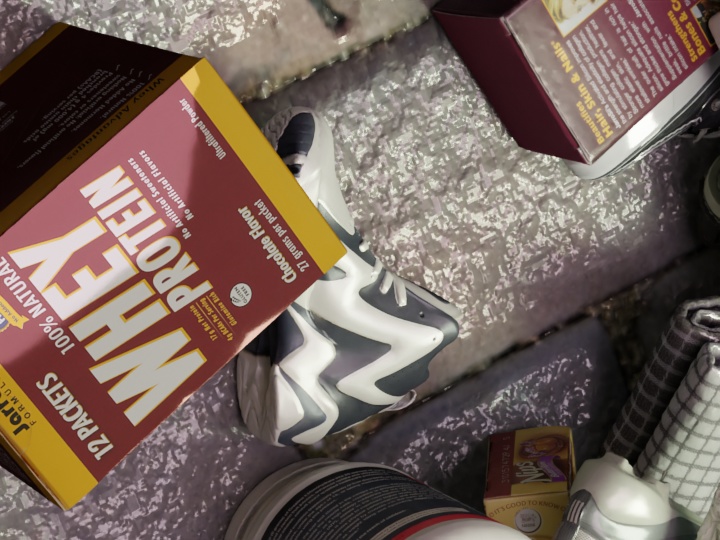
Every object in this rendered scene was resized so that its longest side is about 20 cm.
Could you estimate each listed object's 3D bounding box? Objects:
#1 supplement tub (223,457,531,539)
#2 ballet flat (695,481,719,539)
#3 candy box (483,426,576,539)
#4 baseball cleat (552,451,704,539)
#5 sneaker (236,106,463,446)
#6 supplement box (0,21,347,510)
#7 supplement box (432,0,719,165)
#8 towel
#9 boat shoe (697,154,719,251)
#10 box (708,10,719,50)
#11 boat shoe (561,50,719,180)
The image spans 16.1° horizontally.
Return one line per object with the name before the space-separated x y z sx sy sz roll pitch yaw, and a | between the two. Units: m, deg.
supplement tub | 0.016 0.188 1.440 0.140 0.200 0.141 -6 103 -26
ballet flat | 0.209 0.188 1.430 0.072 0.072 0.200 11 106 -28
candy box | 0.113 0.208 1.538 0.056 0.117 0.200 -7 105 7
baseball cleat | 0.170 0.178 1.484 0.200 0.070 0.107 35 82 -41
sneaker | 0.000 0.000 1.466 0.129 0.079 0.199 -6 103 -27
supplement box | -0.153 -0.010 1.315 0.197 0.200 0.133 -43 116 -14
supplement box | 0.158 -0.170 1.509 0.200 0.086 0.110 -41 115 -15
towel | 0.254 0.100 1.581 0.200 0.086 0.166 4 127 -27
boat shoe | 0.293 -0.080 1.613 0.201 0.061 0.072 -31 70 -21
box | 0.343 -0.114 1.428 0.171 0.199 0.200 -27 87 -23
boat shoe | 0.208 -0.111 1.560 0.200 0.072 0.068 -44 115 -21
